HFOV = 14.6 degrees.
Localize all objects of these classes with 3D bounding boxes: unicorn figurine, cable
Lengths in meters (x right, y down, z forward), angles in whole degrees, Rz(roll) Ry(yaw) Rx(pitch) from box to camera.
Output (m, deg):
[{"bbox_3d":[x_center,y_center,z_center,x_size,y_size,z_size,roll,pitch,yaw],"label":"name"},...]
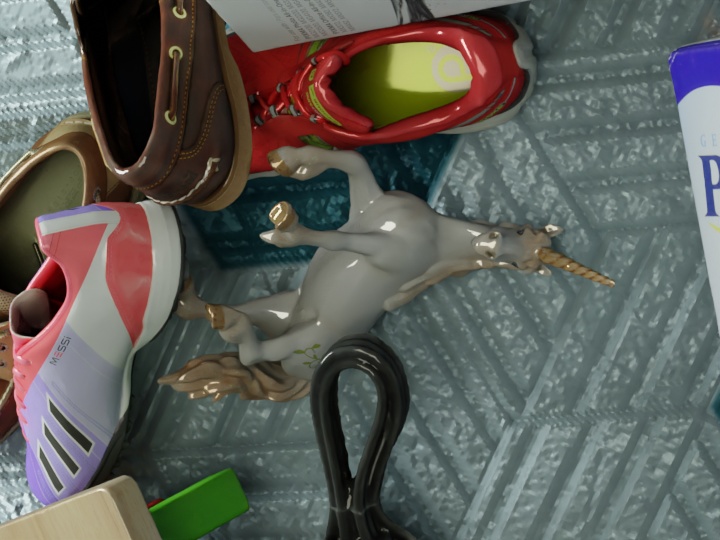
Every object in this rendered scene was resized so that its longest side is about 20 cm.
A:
[{"bbox_3d":[0.000,0.000,1.338,0.200,0.137,0.074,-35,47,39],"label":"unicorn figurine"},{"bbox_3d":[0.004,0.122,1.359,0.097,0.050,0.201,-5,108,28],"label":"cable"}]

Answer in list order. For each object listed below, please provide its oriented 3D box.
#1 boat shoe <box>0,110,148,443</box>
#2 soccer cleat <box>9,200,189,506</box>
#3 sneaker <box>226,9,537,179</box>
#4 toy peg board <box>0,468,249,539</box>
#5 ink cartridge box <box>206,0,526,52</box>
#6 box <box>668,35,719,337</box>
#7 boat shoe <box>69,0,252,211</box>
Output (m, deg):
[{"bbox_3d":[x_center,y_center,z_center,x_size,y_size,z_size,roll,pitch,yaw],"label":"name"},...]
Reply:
[{"bbox_3d":[-0.177,0.009,1.396,0.075,0.074,0.201,31,105,10],"label":"boat shoe"},{"bbox_3d":[-0.142,0.042,1.359,0.073,0.068,0.200,2,137,-23],"label":"soccer cleat"},{"bbox_3d":[-0.017,-0.088,1.331,0.199,0.085,0.077,-12,93,17],"label":"sneaker"},{"bbox_3d":[-0.110,0.204,1.393,0.199,0.098,0.201,-24,90,45],"label":"toy peg board"},{"bbox_3d":[0.023,-0.195,1.281,0.199,0.083,0.146,-9,70,17],"label":"ink cartridge box"},{"bbox_3d":[0.230,-0.014,1.205,0.104,0.184,0.201,-12,94,-20],"label":"box"},{"bbox_3d":[-0.103,-0.124,1.322,0.070,0.070,0.201,-34,59,33],"label":"boat shoe"}]
